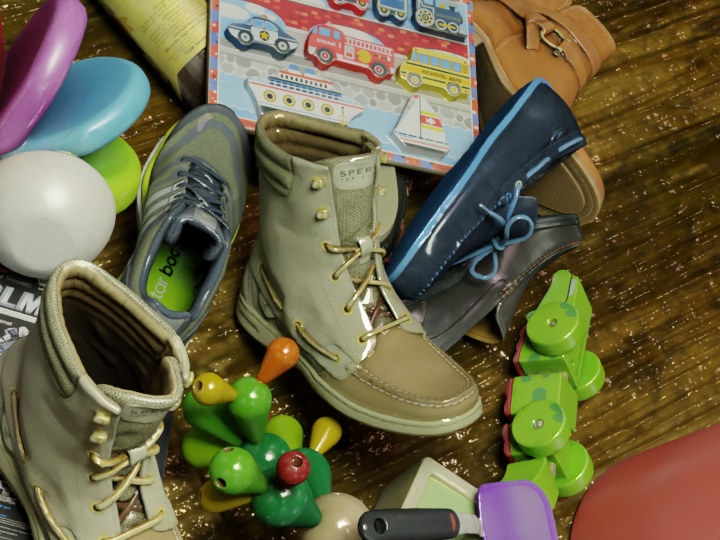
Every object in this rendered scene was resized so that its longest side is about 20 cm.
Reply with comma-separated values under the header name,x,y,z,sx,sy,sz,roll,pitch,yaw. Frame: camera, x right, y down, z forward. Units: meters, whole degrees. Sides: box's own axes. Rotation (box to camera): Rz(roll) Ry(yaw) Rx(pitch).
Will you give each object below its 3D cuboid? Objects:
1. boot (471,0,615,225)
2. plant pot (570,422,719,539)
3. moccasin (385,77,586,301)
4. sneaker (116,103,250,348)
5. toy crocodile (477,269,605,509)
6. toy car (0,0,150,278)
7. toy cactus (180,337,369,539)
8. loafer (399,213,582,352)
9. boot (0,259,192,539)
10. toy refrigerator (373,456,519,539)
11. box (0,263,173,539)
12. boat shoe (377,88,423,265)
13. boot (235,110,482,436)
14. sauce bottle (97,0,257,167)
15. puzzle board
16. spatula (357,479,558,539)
name,x,y,z,sx,sy,sz,roll,pitch,yaw
boot,0.140,-0.130,1.419,0.200,0.077,0.155,42,46,21
plant pot,0.265,0.180,1.253,0.200,0.177,0.201,12,59,-22
moccasin,0.091,-0.048,1.260,0.068,0.080,0.200,43,62,-6
sneaker,-0.102,-0.024,1.170,0.074,0.081,0.200,24,56,-18
toy crocodile,0.125,0.087,1.306,0.068,0.062,0.200,57,36,-45
toy car,-0.215,-0.104,1.144,0.200,0.150,0.175,19,30,-18
toy cactus,-0.034,0.121,1.129,0.165,0.200,0.102,45,85,3
loafer,0.078,0.019,1.315,0.200,0.073,0.072,-25,86,-26
boot,-0.127,0.106,1.026,0.072,0.155,0.200,-26,77,-36
toy refrigerator,0.022,0.218,1.168,0.076,0.070,0.200,34,54,-8
box,-0.211,0.086,1.129,0.200,0.050,0.199,18,55,-20
boat shoe,0.002,-0.088,1.335,0.074,0.063,0.202,7,58,0
boot,0.000,0.000,1.175,0.072,0.155,0.200,-21,40,-38
sauce bottle,-0.111,-0.150,1.304,0.065,0.065,0.200,-34,83,-37
puzzle board,-0.009,-0.146,1.305,0.200,0.017,0.151,11,59,-22
spatula,0.060,0.152,1.148,0.200,0.021,0.057,11,65,-55
